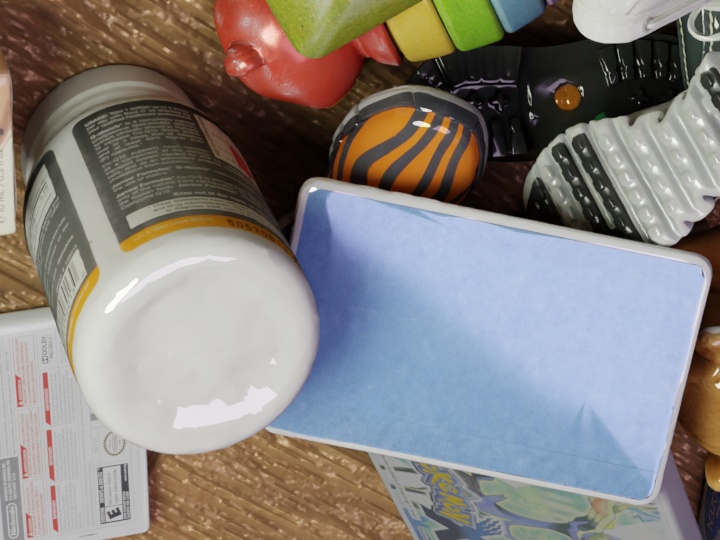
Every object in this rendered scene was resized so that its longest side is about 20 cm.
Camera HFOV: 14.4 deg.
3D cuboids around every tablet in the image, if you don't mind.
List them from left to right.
[{"bbox_3d":[0.058,0.034,1.353,0.199,0.014,0.131,11,108,-2],"label":"tablet"}]

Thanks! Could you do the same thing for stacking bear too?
[{"bbox_3d":[0.024,-0.145,1.366,0.199,0.122,0.114,-26,123,4],"label":"stacking bear"}]

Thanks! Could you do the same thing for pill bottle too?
[{"bbox_3d":[-0.097,-0.012,1.344,0.116,0.200,0.117,-8,122,-13],"label":"pill bottle"}]

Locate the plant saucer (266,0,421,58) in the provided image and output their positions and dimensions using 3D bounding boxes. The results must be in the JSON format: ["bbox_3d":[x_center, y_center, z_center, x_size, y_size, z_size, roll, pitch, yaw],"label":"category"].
[{"bbox_3d":[0.015,-0.216,1.253,0.199,0.048,0.200,-29,110,5],"label":"plant saucer"}]

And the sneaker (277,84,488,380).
[{"bbox_3d":[0.000,0.000,1.390,0.077,0.113,0.200,22,142,-11],"label":"sneaker"}]

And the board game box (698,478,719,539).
[{"bbox_3d":[0.299,0.100,1.642,0.199,0.043,0.200,-4,120,-16],"label":"board game box"}]

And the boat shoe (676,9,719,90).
[{"bbox_3d":[0.159,-0.176,1.387,0.060,0.076,0.201,-2,89,-12],"label":"boat shoe"}]

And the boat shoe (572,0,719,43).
[{"bbox_3d":[0.160,-0.148,1.289,0.202,0.074,0.086,-35,146,-45],"label":"boat shoe"}]

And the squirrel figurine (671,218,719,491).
[{"bbox_3d":[0.142,0.036,1.462,0.199,0.187,0.142,-9,123,-13],"label":"squirrel figurine"}]

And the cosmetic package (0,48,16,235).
[{"bbox_3d":[-0.265,-0.064,1.315,0.199,0.103,0.088,-8,120,-16],"label":"cosmetic package"}]

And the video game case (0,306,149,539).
[{"bbox_3d":[-0.210,0.090,1.478,0.199,0.018,0.144,-9,123,-14],"label":"video game case"}]

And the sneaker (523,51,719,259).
[{"bbox_3d":[0.160,-0.057,1.354,0.081,0.076,0.200,-20,174,-46],"label":"sneaker"}]

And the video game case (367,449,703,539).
[{"bbox_3d":[0.093,0.126,1.494,0.022,0.181,0.200,-63,151,-26],"label":"video game case"}]

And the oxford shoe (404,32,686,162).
[{"bbox_3d":[0.116,-0.086,1.448,0.199,0.084,0.073,6,91,-8],"label":"oxford shoe"}]
